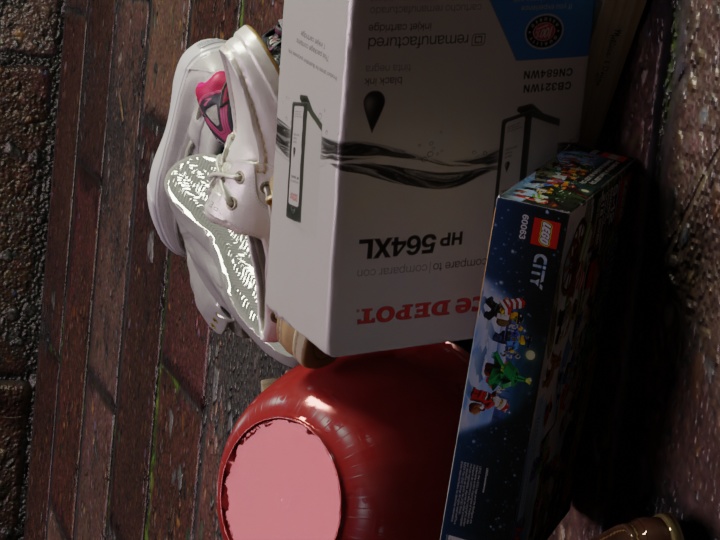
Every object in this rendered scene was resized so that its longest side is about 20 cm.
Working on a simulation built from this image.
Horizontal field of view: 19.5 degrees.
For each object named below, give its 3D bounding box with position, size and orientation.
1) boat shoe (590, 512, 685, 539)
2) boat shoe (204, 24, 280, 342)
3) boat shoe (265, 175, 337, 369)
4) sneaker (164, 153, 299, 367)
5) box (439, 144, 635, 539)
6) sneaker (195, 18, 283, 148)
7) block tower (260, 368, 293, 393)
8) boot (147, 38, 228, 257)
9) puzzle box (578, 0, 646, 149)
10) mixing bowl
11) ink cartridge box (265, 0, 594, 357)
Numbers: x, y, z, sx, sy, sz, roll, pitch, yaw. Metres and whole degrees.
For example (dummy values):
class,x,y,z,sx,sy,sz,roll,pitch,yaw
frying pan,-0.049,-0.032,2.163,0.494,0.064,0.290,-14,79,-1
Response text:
class,x,y,z,sx,sy,sz,roll,pitch,yaw
boat shoe,0.105,0.181,1.038,0.200,0.067,0.072,118,151,-55
boat shoe,-0.059,-0.045,1.245,0.071,0.069,0.200,-125,18,-67
boat shoe,-0.016,-0.046,1.181,0.069,0.074,0.200,23,104,29
sneaker,-0.067,0.018,1.465,0.200,0.074,0.116,55,163,38
box,0.089,0.047,1.051,0.137,0.038,0.200,-34,-45,-65
sneaker,-0.035,-0.143,1.429,0.081,0.075,0.200,-29,14,42
block tower,-0.040,0.129,1.481,0.200,0.054,0.058,95,164,-63
boot,-0.110,-0.067,1.559,0.096,0.073,0.200,-117,26,-43
puzzle box,0.115,-0.147,1.144,0.133,0.025,0.200,-106,25,-48
mixing bowl,-0.011,0.130,1.218,0.200,0.108,0.201,-3,85,40
ink cartridge box,0.035,-0.066,1.097,0.084,0.146,0.201,35,127,56
